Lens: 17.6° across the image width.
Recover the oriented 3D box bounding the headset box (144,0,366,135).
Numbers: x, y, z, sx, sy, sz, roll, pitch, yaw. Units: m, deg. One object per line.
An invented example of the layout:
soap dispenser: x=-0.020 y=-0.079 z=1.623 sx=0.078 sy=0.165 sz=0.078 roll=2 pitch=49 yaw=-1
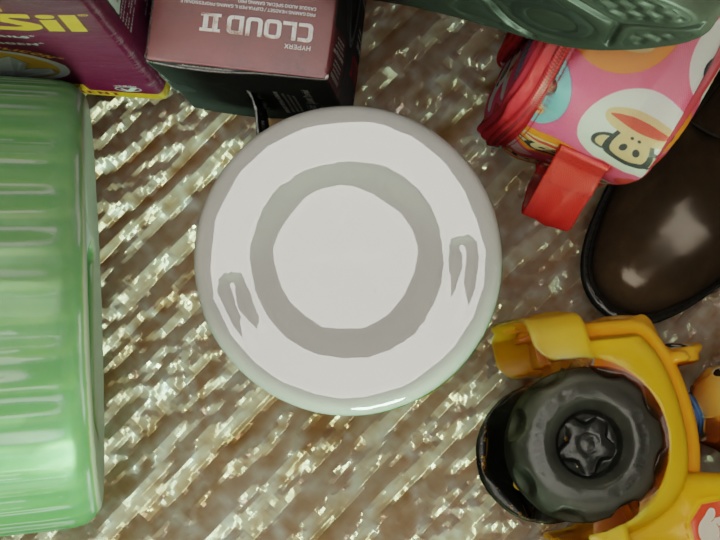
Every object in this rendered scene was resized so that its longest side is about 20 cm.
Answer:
headset box: x=-0.034 y=-0.149 z=0.951 sx=0.077 sy=0.149 sz=0.200 roll=6 pitch=87 yaw=4

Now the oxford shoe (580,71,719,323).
oxford shoe: x=0.165 y=-0.059 z=0.970 sx=0.073 sy=0.084 sz=0.200 roll=41 pitch=91 yaw=2

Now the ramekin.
ramekin: x=-0.155 y=0.014 z=0.930 sx=0.098 sy=0.200 sz=0.200 roll=-2 pitch=87 yaw=-5

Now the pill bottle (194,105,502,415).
pill bottle: x=0.000 y=0.000 z=0.916 sx=0.111 sy=0.200 sz=0.111 roll=0 pitch=88 yaw=3

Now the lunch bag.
lunch bag: x=0.105 y=-0.099 z=0.918 sx=0.082 sy=0.200 sz=0.176 roll=25 pitch=88 yaw=-1

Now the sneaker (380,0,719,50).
sneaker: x=0.049 y=-0.143 z=0.807 sx=0.199 sy=0.076 sz=0.114 roll=20 pitch=81 yaw=40

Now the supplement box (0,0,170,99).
supplement box: x=-0.143 y=-0.135 z=0.891 sx=0.131 sy=0.200 sz=0.103 roll=5 pitch=83 yaw=5

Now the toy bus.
toy bus: x=0.153 y=0.103 z=0.941 sx=0.192 sy=0.136 sz=0.200 roll=-12 pitch=85 yaw=-3
